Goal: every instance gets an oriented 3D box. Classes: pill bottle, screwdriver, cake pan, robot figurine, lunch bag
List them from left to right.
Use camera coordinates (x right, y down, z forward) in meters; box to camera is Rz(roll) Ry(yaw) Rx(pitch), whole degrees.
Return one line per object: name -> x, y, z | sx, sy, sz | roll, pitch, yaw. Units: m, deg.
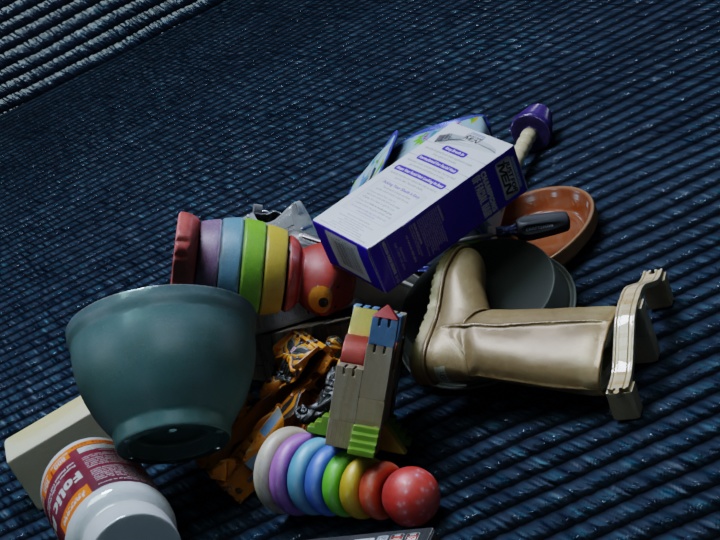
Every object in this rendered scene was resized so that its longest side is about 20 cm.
pill bottle -> -0.251, 0.253, 1.566 | 0.114, 0.115, 0.200 | -33, 23, -12
robot figurine -> -0.090, 0.144, 1.636 | 0.200, 0.058, 0.145 | -51, 27, -7
lunch bag -> 0.061, -0.082, 1.803 | 0.199, 0.128, 0.170 | -16, 27, 25
screwdriver -> 0.132, -0.040, 1.695 | 0.198, 0.029, 0.028 | -7, 39, -6
cake pan -> 0.127, 0.039, 1.628 | 0.199, 0.037, 0.201 | -18, 38, 15

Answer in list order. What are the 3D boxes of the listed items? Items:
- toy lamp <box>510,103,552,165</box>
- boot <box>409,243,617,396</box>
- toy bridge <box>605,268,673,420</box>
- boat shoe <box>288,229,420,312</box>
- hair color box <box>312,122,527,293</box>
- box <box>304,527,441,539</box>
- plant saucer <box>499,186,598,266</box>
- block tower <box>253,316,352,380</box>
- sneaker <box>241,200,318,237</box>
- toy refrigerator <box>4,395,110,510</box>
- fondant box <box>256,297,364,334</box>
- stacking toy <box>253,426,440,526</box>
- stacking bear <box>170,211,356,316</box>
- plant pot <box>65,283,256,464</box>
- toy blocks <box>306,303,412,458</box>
toy lamp -> 0.200, -0.146, 1.956 | 0.058, 0.058, 0.200 | -12, 29, 34
boot -> 0.163, 0.048, 1.515 | 0.199, 0.066, 0.176 | -2, 53, 30
toy bridge -> 0.260, 0.056, 1.458 | 0.027, 0.068, 0.200 | -8, 30, 26
boat shoe -> 0.000, 0.000, 1.742 | 0.198, 0.067, 0.057 | 16, 50, -1
hair color box -> 0.063, -0.068, 1.609 | 0.199, 0.065, 0.109 | -37, 34, -18
box -> -0.037, 0.297, 1.322 | 0.199, 0.049, 0.159 | -12, 28, 34
plant saucer -> 0.178, -0.028, 1.768 | 0.199, 0.032, 0.201 | -23, 25, 11
block tower -> -0.042, 0.085, 1.733 | 0.199, 0.058, 0.054 | -7, 6, 38
sneaker -> -0.121, -0.039, 1.864 | 0.199, 0.083, 0.074 | -9, 5, 41
toy refrigerator -> -0.311, 0.188, 1.815 | 0.199, 0.076, 0.070 | -31, 23, -4
fondant box -> -0.107, 0.034, 1.820 | 0.199, 0.059, 0.144 | -14, 6, -36
stacking toy -> -0.006, 0.203, 1.460 | 0.199, 0.086, 0.085 | 7, 40, 42
stacking bear -> -0.101, 0.002, 1.660 | 0.198, 0.122, 0.114 | 7, 29, -6
plant pot -> -0.197, 0.117, 1.585 | 0.199, 0.200, 0.135 | -19, 63, 20
toy blocks -> 0.010, 0.095, 1.506 | 0.099, 0.138, 0.200 | 9, 3, 6
